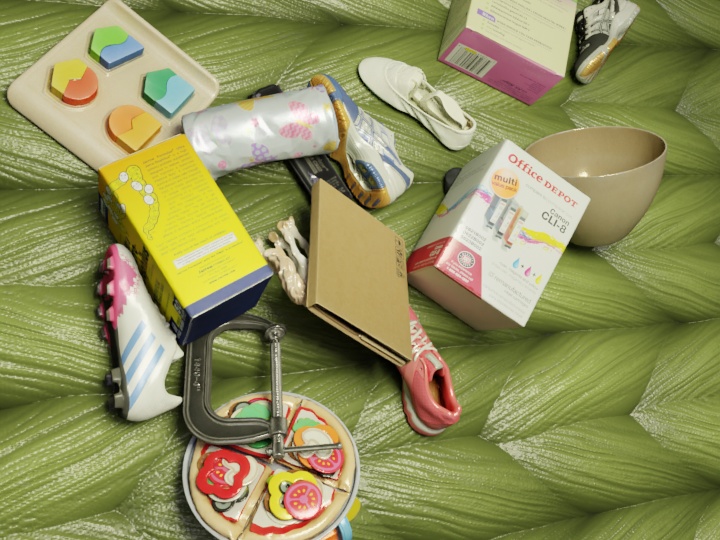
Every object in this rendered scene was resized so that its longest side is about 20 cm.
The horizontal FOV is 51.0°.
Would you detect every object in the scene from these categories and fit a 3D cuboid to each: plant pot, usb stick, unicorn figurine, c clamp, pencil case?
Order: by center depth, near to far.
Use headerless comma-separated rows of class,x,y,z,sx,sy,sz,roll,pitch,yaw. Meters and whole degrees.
c clamp,-0.121,0.130,0.878,0.170,0.027,0.201,-6,55,-10
unicorn figurine,-0.061,-0.003,0.941,0.138,0.074,0.200,52,30,-4
pencil case,-0.126,-0.171,0.951,0.199,0.083,0.091,-16,110,-10
usb stick,-0.081,-0.162,1.019,0.055,0.033,0.201,-33,88,-34
plant pot,0.344,-0.115,1.112,0.200,0.200,0.135,-27,122,-27

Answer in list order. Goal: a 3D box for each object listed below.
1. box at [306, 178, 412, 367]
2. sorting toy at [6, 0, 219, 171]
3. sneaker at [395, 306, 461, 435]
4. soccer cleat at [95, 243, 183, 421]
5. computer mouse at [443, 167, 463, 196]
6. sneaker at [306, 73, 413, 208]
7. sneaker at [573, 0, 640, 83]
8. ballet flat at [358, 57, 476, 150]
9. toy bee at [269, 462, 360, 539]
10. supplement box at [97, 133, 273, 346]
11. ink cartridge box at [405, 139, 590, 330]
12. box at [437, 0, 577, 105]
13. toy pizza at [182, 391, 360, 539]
box,0.000,0.000,0.927,0.163,0.021,0.201,34,39,-34
sorting toy,-0.302,-0.227,0.945,0.185,0.036,0.200,38,64,-8
sneaker,0.078,0.110,0.970,0.073,0.087,0.201,-22,83,-27
soccer cleat,-0.250,0.069,0.864,0.086,0.070,0.201,-2,80,-32
computer mouse,0.192,-0.068,1.102,0.059,0.034,0.200,-40,92,-28
sneaker,-0.002,-0.184,1.045,0.088,0.075,0.201,-32,95,-39
sneaker,0.392,-0.395,1.275,0.087,0.076,0.200,34,60,8
ballet flat,0.090,-0.255,1.100,0.200,0.069,0.070,37,64,-8
toy bee,-0.054,0.319,0.856,0.130,0.109,0.201,-2,50,-15
supplement box,-0.206,-0.034,0.874,0.109,0.109,0.201,-29,80,-27
ink cartridge box,0.176,-0.043,1.007,0.145,0.145,0.201,33,76,-9
box,0.235,-0.396,1.186,0.175,0.097,0.201,21,68,-15
toy pizza,-0.098,0.215,0.845,0.199,0.032,0.201,4,47,-4
